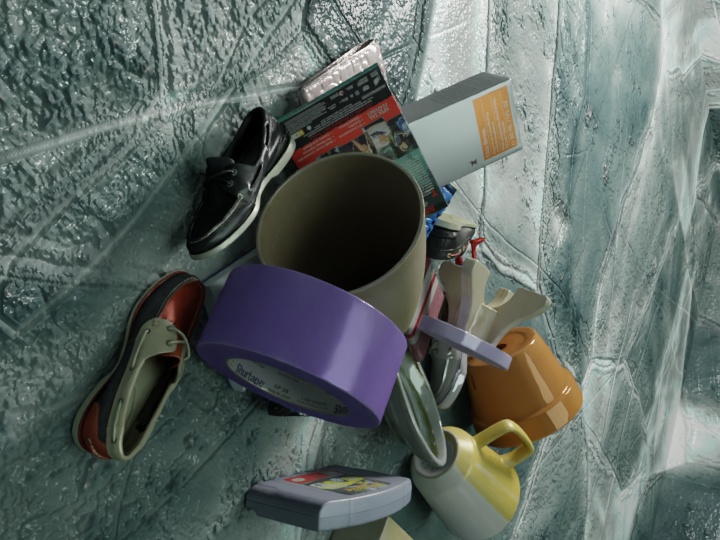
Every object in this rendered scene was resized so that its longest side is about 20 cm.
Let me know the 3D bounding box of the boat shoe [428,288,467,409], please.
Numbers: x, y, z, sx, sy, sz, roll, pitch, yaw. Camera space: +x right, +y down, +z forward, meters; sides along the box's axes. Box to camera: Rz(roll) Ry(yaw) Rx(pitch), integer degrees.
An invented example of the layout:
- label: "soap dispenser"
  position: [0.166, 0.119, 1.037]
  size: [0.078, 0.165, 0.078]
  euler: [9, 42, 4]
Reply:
- label: "boat shoe"
  position: [0.136, 0.118, 1.201]
  size: [0.069, 0.071, 0.202]
  euler: [23, 77, -25]

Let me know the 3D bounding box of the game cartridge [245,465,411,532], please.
- label: "game cartridge"
  position: [-0.027, 0.277, 0.916]
  size: [0.199, 0.132, 0.042]
  euler: [8, 88, -55]

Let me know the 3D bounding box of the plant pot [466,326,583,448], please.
- label: "plant pot"
  position: [0.268, 0.192, 1.295]
  size: [0.200, 0.199, 0.141]
  euler: [-38, 107, -46]

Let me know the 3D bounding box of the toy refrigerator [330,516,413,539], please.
- label: "toy refrigerator"
  position: [0.041, 0.411, 1.075]
  size: [0.201, 0.075, 0.070]
  euler: [55, 51, -41]

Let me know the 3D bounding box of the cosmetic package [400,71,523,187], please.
- label: "cosmetic package"
  position: [0.107, -0.174, 0.975]
  size: [0.198, 0.071, 0.102]
  euler: [-26, 119, -13]

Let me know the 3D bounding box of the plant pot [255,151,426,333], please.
- label: "plant pot"
  position: [0.000, 0.000, 0.865]
  size: [0.189, 0.185, 0.201]
  euler: [-66, 154, -25]

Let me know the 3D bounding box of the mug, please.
- label: "mug"
  position: [0.165, 0.312, 1.189]
  size: [0.153, 0.149, 0.188]
  euler: [47, 68, -35]

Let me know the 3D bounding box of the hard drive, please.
- label: "hard drive"
  position: [-0.098, 0.031, 0.880]
  size: [0.200, 0.025, 0.134]
  euler: [-39, 124, -46]

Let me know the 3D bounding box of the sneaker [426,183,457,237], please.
- label: "sneaker"
  position: [0.087, -0.090, 1.035]
  size: [0.066, 0.077, 0.203]
  euler: [45, 54, -56]

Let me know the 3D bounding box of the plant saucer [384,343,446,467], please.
- label: "plant saucer"
  position: [0.065, 0.189, 1.068]
  size: [0.201, 0.050, 0.201]
  euler: [-90, 154, -59]

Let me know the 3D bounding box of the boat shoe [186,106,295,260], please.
- label: "boat shoe"
  position: [-0.134, -0.099, 0.777]
  size: [0.200, 0.074, 0.066]
  euler: [-59, 134, -34]

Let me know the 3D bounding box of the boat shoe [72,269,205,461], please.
- label: "boat shoe"
  position: [-0.198, 0.087, 0.714]
  size: [0.071, 0.062, 0.201]
  euler: [54, 50, -40]

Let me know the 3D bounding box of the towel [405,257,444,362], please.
- label: "towel"
  position: [0.073, 0.014, 1.104]
  size: [0.202, 0.022, 0.145]
  euler: [67, 32, -32]

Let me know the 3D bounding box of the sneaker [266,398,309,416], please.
- label: "sneaker"
  position: [-0.056, 0.121, 0.924]
  size: [0.200, 0.075, 0.079]
  euler: [-33, 111, -58]

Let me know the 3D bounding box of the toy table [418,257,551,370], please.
- label: "toy table"
  position: [0.175, 0.065, 1.094]
  size: [0.118, 0.182, 0.200]
  euler: [-65, 155, -6]

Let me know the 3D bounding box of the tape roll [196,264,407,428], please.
- label: "tape roll"
  position: [-0.059, 0.080, 0.749]
  size: [0.200, 0.198, 0.086]
  euler: [47, 57, -46]

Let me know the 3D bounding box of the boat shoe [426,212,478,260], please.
- label: "boat shoe"
  position: [0.135, -0.055, 1.154]
  size: [0.201, 0.073, 0.064]
  euler: [-24, 128, -71]

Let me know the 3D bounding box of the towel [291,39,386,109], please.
- label: "towel"
  position: [-0.008, -0.177, 0.982]
  size: [0.191, 0.032, 0.202]
  euler: [-45, 130, -44]

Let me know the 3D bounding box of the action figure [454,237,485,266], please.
- label: "action figure"
  position: [0.212, 0.039, 1.286]
  size: [0.098, 0.065, 0.203]
  euler: [-15, 105, -41]

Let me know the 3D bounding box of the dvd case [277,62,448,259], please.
- label: "dvd case"
  position: [0.003, -0.127, 0.904]
  size: [0.201, 0.145, 0.022]
  euler: [58, 8, -26]
